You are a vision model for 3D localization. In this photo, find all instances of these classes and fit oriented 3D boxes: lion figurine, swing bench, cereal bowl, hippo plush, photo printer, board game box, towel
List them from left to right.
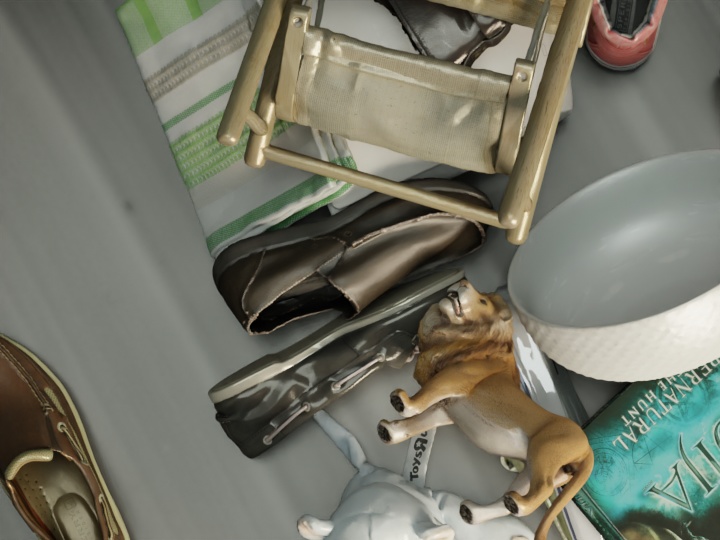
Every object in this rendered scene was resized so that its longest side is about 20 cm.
[{"bbox_3d":[-0.091,-0.121,1.575,0.149,0.031,0.201,-29,81,38],"label":"towel"},{"bbox_3d":[0.036,-0.143,1.449,0.198,0.130,0.201,17,88,6],"label":"swing bench"},{"bbox_3d":[0.041,-0.144,1.594,0.199,0.069,0.167,-23,83,0],"label":"photo printer"},{"bbox_3d":[0.040,0.190,1.511,0.158,0.161,0.202,1,84,3],"label":"hippo plush"},{"bbox_3d":[0.094,0.097,1.484,0.122,0.073,0.200,-25,58,-31],"label":"lion figurine"},{"bbox_3d":[0.204,0.008,1.526,0.199,0.200,0.084,-27,118,-1],"label":"cereal bowl"},{"bbox_3d":[0.235,0.117,1.540,0.200,0.028,0.135,-40,89,-23],"label":"board game box"}]

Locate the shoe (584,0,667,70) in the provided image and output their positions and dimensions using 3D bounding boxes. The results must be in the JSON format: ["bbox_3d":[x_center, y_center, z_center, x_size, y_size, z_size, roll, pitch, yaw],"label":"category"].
[{"bbox_3d":[0.192,-0.244,1.588,0.071,0.091,0.202,6,84,3],"label":"shoe"}]

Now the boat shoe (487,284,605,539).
[{"bbox_3d":[0.121,0.110,1.572,0.062,0.072,0.201,-25,76,19],"label":"boat shoe"}]

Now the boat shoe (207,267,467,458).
[{"bbox_3d":[-0.008,0.063,1.580,0.199,0.067,0.057,-27,100,1],"label":"boat shoe"}]

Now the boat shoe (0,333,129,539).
[{"bbox_3d":[-0.222,0.125,1.572,0.075,0.075,0.203,-35,84,-2],"label":"boat shoe"}]

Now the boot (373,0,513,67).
[{"bbox_3d":[0.076,-0.238,1.538,0.173,0.069,0.201,-29,69,9],"label":"boot"}]

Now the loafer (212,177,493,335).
[{"bbox_3d":[0.000,0.000,1.557,0.199,0.073,0.072,-19,54,6],"label":"loafer"}]
